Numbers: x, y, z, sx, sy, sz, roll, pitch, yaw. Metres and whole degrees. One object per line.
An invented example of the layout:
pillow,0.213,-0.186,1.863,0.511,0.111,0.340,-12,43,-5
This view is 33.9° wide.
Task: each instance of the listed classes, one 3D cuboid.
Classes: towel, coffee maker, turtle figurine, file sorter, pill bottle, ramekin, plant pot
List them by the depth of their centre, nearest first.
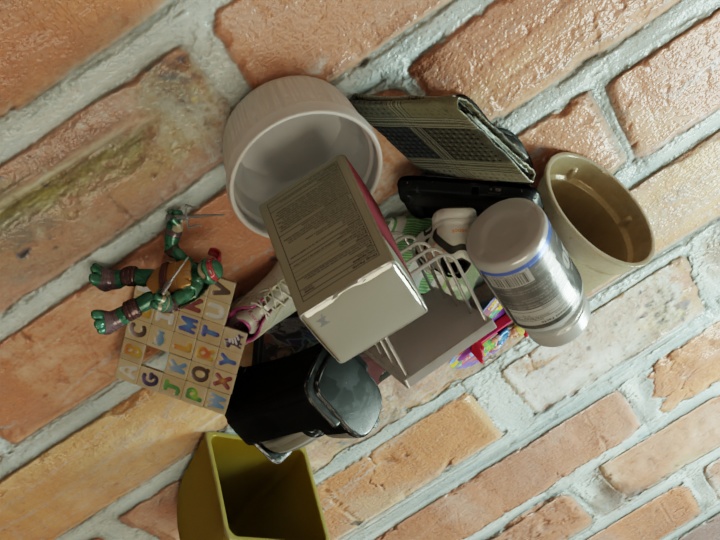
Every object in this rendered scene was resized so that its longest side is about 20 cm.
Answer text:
ramekin,-0.080,-0.146,1.473,0.197,0.106,0.202,-13,135,-13
towel,0.107,-0.172,1.498,0.192,0.198,0.035,37,71,-42
turtle figurine,-0.251,0.010,1.517,0.197,0.151,0.101,-20,133,14
file sorter,0.058,0.039,1.541,0.138,0.200,0.126,-32,109,-10
pill bottle,0.227,0.008,1.561,0.113,0.114,0.200,-32,132,7
coffee maker,-0.097,0.177,1.667,0.191,0.137,0.199,26,147,-34
plant pot,0.291,-0.033,1.709,0.198,0.202,0.184,12,137,-33
towel,0.102,-0.017,1.742,0.197,0.024,0.154,3,129,-27
plant pot,-0.194,0.406,1.901,0.193,0.196,0.201,13,131,-34

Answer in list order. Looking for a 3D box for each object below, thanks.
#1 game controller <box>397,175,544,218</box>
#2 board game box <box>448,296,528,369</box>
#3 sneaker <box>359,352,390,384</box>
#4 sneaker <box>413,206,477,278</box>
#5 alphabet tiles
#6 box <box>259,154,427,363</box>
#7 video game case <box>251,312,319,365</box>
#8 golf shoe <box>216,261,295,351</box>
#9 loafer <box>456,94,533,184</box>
game controller,0.149,-0.094,1.605,0.197,0.043,0.104,6,168,18
board game box,0.225,0.098,1.857,0.157,0.039,0.201,-3,135,-52
sneaker,0.006,0.108,1.759,0.114,0.076,0.201,-25,144,-14
sneaker,0.115,-0.021,1.626,0.072,0.081,0.200,-1,164,-5
alphabet tiles,-0.239,0.088,1.616,0.165,0.008,0.202,18,114,1
box,-0.023,-0.016,1.401,0.127,0.201,0.109,-30,137,7
video game case,-0.076,0.125,1.795,0.178,0.026,0.202,-8,134,-18
golf shoe,-0.124,0.047,1.639,0.200,0.092,0.075,-41,98,14
loafer,0.179,-0.158,1.605,0.073,0.073,0.199,-44,135,18
